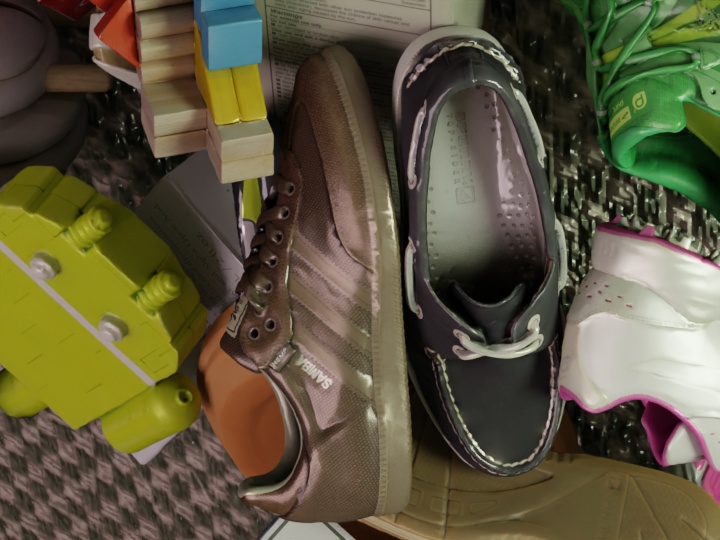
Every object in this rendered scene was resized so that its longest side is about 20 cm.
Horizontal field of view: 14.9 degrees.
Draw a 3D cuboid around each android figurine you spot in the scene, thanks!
[{"bbox_3d":[-0.154,0.017,1.386,0.182,0.041,0.200,45,146,-14],"label":"android figurine"}]

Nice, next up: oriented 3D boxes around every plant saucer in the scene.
[{"bbox_3d":[0.009,0.084,1.384,0.199,0.038,0.201,13,143,10],"label":"plant saucer"}]

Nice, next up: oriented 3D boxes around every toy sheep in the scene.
[{"bbox_3d":[-0.200,-0.089,1.433,0.138,0.138,0.201,33,135,21],"label":"toy sheep"}]

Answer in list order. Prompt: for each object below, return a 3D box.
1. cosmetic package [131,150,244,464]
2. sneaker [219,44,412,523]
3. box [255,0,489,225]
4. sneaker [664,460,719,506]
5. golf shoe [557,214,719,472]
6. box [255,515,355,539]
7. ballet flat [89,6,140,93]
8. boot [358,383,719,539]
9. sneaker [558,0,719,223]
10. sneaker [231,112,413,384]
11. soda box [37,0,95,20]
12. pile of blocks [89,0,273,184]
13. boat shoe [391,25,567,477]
[{"bbox_3d":[-0.089,0.014,1.458,0.102,0.074,0.200,48,141,3],"label":"cosmetic package"},{"bbox_3d":[-0.023,0.009,1.151,0.070,0.075,0.201,-143,47,-80],"label":"sneaker"},{"bbox_3d":[0.006,-0.104,1.208,0.094,0.078,0.200,13,147,9],"label":"box"},{"bbox_3d":[0.185,0.154,1.291,0.088,0.081,0.201,-13,110,47],"label":"sneaker"},{"bbox_3d":[0.170,0.052,1.172,0.199,0.092,0.075,27,178,-16],"label":"golf shoe"},{"bbox_3d":[-0.005,0.168,1.314,0.117,0.060,0.200,42,175,5],"label":"box"},{"bbox_3d":[-0.093,-0.114,1.304,0.072,0.072,0.200,58,170,-9],"label":"ballet flat"},{"bbox_3d":[0.059,0.127,1.263,0.199,0.073,0.156,15,151,4],"label":"boot"},{"bbox_3d":[0.127,-0.090,1.152,0.200,0.084,0.074,48,142,5],"label":"sneaker"},{"bbox_3d":[0.000,0.000,1.242,0.081,0.074,0.200,-23,130,9],"label":"sneaker"},{"bbox_3d":[-0.132,-0.163,1.276,0.064,0.070,0.200,54,180,-3],"label":"soda box"},{"bbox_3d":[-0.083,-0.133,1.131,0.082,0.062,0.201,139,119,-74],"label":"pile of blocks"},{"bbox_3d":[0.053,0.001,1.141,0.060,0.073,0.201,-109,14,-68],"label":"boat shoe"}]
